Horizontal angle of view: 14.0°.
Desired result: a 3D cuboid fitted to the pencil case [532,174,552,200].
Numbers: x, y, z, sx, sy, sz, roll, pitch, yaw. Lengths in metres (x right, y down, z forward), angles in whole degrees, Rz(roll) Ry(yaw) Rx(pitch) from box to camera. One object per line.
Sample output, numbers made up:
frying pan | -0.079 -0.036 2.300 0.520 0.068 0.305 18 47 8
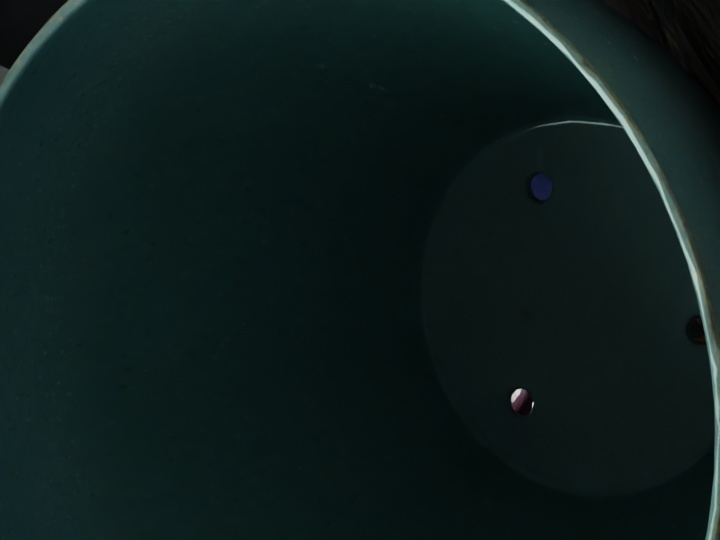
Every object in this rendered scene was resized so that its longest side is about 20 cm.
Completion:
pencil case | 0.000 0.000 0.970 0.078 0.087 0.200 44 142 -5

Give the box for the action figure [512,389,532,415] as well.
action figure | 0.027 0.101 0.985 0.149 0.199 0.135 33 -139 -62

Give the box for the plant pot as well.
plant pot | 0.022 0.018 0.669 0.135 0.200 0.201 -13 -110 -56

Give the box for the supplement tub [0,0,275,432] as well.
supplement tub | -0.061 -0.048 0.793 0.140 0.200 0.140 27 157 13

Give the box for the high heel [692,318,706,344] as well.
high heel | 0.057 0.106 0.786 0.071 0.200 0.143 4 137 45
